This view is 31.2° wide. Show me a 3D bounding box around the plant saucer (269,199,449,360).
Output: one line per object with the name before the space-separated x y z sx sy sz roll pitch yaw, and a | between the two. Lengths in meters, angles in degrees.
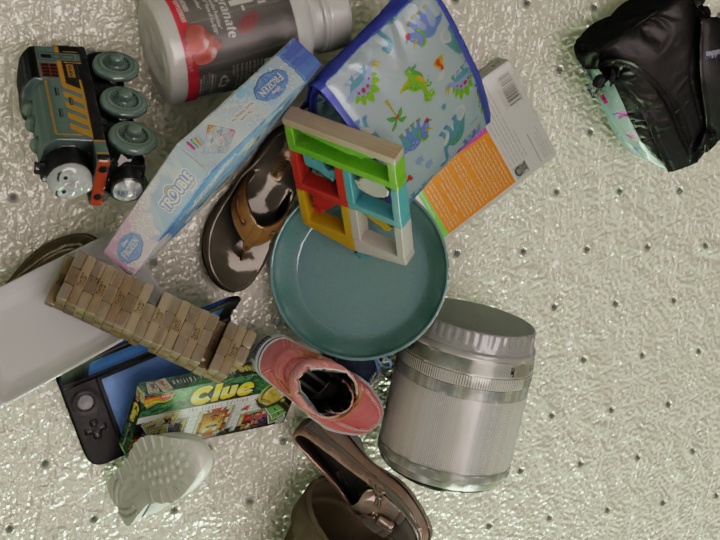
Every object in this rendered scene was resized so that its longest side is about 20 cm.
plant saucer | 0.000 0.000 1.433 0.200 0.036 0.200 0 89 7

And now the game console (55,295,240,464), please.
game console | -0.212 0.120 1.372 0.200 0.118 0.171 -22 114 -16

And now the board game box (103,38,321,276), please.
board game box | -0.144 -0.108 1.244 0.043 0.200 0.199 43 49 -3

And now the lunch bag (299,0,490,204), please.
lunch bag | 0.031 -0.184 1.341 0.170 0.127 0.200 -48 150 -16

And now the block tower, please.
block tower | -0.205 0.047 1.260 0.200 0.058 0.054 25 71 -9

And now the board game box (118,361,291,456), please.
board game box | -0.160 0.146 1.414 0.200 0.023 0.105 -9 137 -33

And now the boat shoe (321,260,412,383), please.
boat shoe | 0.005 0.063 1.480 0.084 0.069 0.200 7 103 -26

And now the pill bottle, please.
pill bottle | -0.114 -0.243 1.302 0.200 0.111 0.111 -17 113 -19

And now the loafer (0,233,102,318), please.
loafer | -0.339 0.040 1.315 0.200 0.067 0.076 -40 119 -8

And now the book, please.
book | 0.117 -0.134 1.483 0.200 0.048 0.134 -36 114 -11

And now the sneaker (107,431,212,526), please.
sneaker | -0.201 0.211 1.379 0.080 0.200 0.076 -15 78 -37

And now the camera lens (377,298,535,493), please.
camera lens | 0.112 0.148 1.506 0.160 0.160 0.200 5 104 -26

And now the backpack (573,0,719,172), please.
backpack | 0.351 -0.220 1.517 0.167 0.127 0.200 -31 118 0

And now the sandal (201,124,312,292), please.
sandal | -0.104 -0.068 1.392 0.082 0.055 0.200 33 91 -23

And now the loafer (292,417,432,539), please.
loafer | -0.003 0.250 1.482 0.063 0.200 0.072 -25 158 -51

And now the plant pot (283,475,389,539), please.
plant pot | -0.030 0.371 1.513 0.200 0.200 0.174 29 110 -29

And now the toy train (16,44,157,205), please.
toy train | -0.263 -0.140 1.228 0.114 0.200 0.085 -1 137 -22

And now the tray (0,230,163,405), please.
tray | -0.295 0.046 1.276 0.200 0.022 0.107 -30 79 -28

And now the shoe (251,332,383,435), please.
shoe | -0.028 0.140 1.407 0.200 0.091 0.072 38 85 -39

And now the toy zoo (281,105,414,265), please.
toy zoo | -0.009 -0.075 1.331 0.020 0.131 0.200 -55 156 -29
